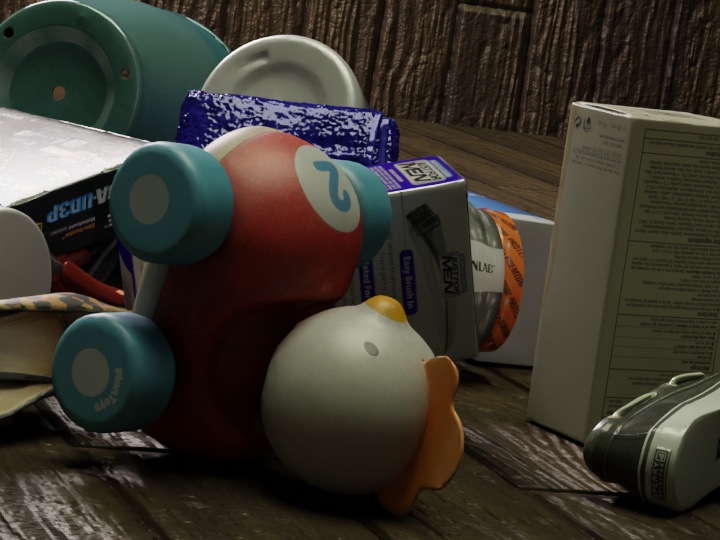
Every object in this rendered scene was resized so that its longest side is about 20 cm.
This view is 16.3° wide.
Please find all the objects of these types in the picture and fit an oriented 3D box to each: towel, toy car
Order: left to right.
[{"bbox_3d":[-0.048,-0.019,1.546,0.146,0.201,0.050,7,-30,-7],"label":"towel"},{"bbox_3d":[-0.016,0.038,1.283,0.199,0.178,0.184,27,13,30],"label":"toy car"}]

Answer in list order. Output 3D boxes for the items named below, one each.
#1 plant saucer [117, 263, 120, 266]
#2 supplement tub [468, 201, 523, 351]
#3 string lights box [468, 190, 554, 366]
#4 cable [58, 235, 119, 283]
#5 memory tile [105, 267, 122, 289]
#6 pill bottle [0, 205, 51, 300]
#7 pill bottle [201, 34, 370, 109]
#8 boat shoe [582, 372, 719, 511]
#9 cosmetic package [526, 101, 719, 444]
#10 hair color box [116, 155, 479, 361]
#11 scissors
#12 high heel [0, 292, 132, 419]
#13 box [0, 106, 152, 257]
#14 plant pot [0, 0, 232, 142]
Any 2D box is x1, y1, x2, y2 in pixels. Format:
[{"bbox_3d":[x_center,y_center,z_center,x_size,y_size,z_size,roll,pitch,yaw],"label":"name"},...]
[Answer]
[{"bbox_3d":[-0.110,-0.005,1.792,0.198,0.031,0.200,14,-4,1],"label":"plant saucer"},{"bbox_3d":[0.000,0.000,1.663,0.198,0.124,0.122,4,9,-21],"label":"supplement tub"},{"bbox_3d":[0.072,-0.003,1.825,0.059,0.104,0.200,7,8,-23],"label":"string lights box"},{"bbox_3d":[-0.172,-0.026,1.649,0.199,0.051,0.097,-32,36,-26],"label":"cable"},{"bbox_3d":[-0.176,0.020,1.728,0.152,0.017,0.199,14,9,33],"label":"memory tile"},{"bbox_3d":[-0.284,-0.007,1.454,0.199,0.115,0.114,14,10,32],"label":"pill bottle"},{"bbox_3d":[-0.038,-0.072,1.789,0.119,0.121,0.200,10,-20,16],"label":"pill bottle"},{"bbox_3d":[0.191,0.087,1.434,0.063,0.071,0.200,14,11,29],"label":"boat shoe"},{"bbox_3d":[0.174,0.003,1.544,0.103,0.202,0.073,5,9,-31],"label":"cosmetic package"},{"bbox_3d":[-0.036,0.007,1.445,0.198,0.110,0.065,-9,19,-11],"label":"hair color box"},{"bbox_3d":[-0.194,-0.002,1.528,0.073,0.014,0.200,-7,-30,38],"label":"scissors"},{"bbox_3d":[-0.169,0.042,1.289,0.141,0.072,0.200,-11,4,-11],"label":"high heel"},{"bbox_3d":[-0.239,-0.054,1.634,0.158,0.046,0.199,-23,26,-38],"label":"box"},{"bbox_3d":[-0.197,-0.116,1.877,0.198,0.202,0.188,10,-3,15],"label":"plant pot"}]
